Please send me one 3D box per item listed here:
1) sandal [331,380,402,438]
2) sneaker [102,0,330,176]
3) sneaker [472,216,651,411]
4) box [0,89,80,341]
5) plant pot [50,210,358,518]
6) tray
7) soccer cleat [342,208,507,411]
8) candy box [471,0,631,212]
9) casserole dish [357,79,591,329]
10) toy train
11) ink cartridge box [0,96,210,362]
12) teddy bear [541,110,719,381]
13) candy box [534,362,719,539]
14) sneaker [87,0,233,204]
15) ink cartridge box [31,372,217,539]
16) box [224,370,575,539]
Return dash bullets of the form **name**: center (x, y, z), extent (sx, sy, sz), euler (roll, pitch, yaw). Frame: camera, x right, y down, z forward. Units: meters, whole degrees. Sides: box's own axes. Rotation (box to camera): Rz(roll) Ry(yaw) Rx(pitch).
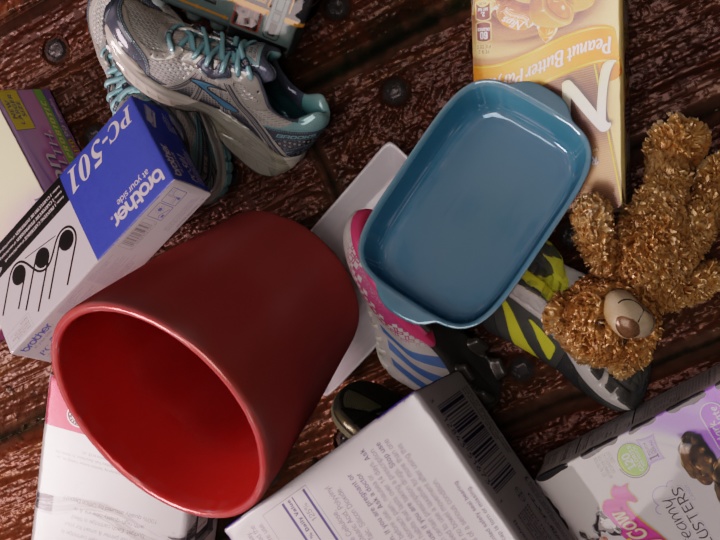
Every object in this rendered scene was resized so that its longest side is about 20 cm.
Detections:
- **sandal**: center (0.053, 0.173, 1.056), extent (0.201, 0.080, 0.057), euler (43, 127, 11)
- **sneaker**: center (-0.107, -0.162, 1.004), extent (0.200, 0.078, 0.086), euler (33, 138, -25)
- **sneaker**: center (0.149, 0.035, 1.009), extent (0.200, 0.075, 0.085), euler (47, 148, -9)
- **box**: center (-0.330, -0.034, 1.115), extent (0.199, 0.097, 0.177), euler (-28, 90, 19)
- **plant pot**: center (-0.104, 0.059, 0.975), extent (0.200, 0.177, 0.201), euler (21, 133, 24)
- **tray**: center (0.000, 0.000, 1.064), extent (0.107, 0.022, 0.200), euler (44, 107, 5)
- **soccer cleat**: center (0.033, 0.044, 1.014), extent (0.086, 0.070, 0.200), euler (-22, 112, 41)
- **candy box**: center (0.147, -0.146, 0.981), extent (0.115, 0.055, 0.201), euler (0, 98, 18)
- **casserole dish**: center (0.085, -0.046, 0.936), extent (0.121, 0.039, 0.201), euler (33, 84, 16)
- **toy train**: center (-0.114, -0.250, 1.016), extent (0.199, 0.085, 0.115), euler (21, 110, -1)
- **ink cartridge box**: center (-0.210, -0.030, 0.985), extent (0.200, 0.044, 0.094), euler (-44, 56, 18)
- **teddy bear**: center (0.217, -0.017, 0.934), extent (0.200, 0.067, 0.145), euler (-43, 123, -17)
- **candy box**: center (0.264, 0.180, 0.989), extent (0.199, 0.072, 0.168), euler (-32, 90, 18)
- **sneaker**: center (-0.172, -0.147, 1.048), extent (0.077, 0.086, 0.201), euler (-28, 89, 19)
- **ink cartridge box**: center (-0.201, 0.192, 1.118), extent (0.144, 0.083, 0.201), euler (12, 102, 14)
- **box**: center (0.036, 0.209, 0.962), extent (0.200, 0.105, 0.184), euler (-37, 82, 21)
